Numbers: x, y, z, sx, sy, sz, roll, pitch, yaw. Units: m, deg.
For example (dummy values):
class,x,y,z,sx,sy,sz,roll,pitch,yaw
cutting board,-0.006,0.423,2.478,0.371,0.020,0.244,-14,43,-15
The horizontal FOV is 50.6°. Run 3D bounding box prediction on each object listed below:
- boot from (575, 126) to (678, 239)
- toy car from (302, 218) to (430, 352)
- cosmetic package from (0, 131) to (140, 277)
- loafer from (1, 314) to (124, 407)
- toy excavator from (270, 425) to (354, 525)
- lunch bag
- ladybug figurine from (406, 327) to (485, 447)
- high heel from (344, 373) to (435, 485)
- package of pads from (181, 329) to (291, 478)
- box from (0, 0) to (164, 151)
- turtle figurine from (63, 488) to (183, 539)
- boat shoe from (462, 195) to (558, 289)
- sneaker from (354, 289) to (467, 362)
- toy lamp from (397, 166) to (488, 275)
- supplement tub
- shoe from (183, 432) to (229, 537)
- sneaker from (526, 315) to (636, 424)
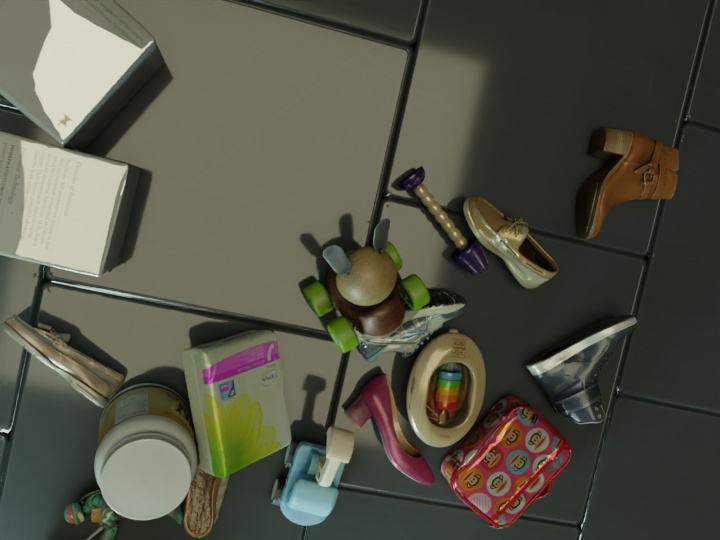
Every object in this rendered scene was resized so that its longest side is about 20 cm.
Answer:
class,x,y,z,sx,sy,sz,roll,pitch,yaw
boot,0.462,-0.138,1.305,0.155,0.074,0.200,12,96,-15
toy car,0.000,0.000,1.157,0.164,0.200,0.158,-30,58,-12
cosmetic package,-0.445,-0.097,1.106,0.200,0.167,0.167,14,92,-11
loafer,-0.458,0.130,1.183,0.200,0.072,0.063,45,70,-17
toy excavator,-0.062,0.321,1.193,0.100,0.200,0.195,18,92,-11
lunch bag,0.259,0.337,1.314,0.176,0.082,0.200,43,89,-15
ladybug figurine,0.138,0.193,1.276,0.136,0.072,0.200,10,96,-17
high heel,0.073,0.268,1.280,0.200,0.067,0.096,45,98,2
package of pads,-0.189,0.202,1.194,0.154,0.068,0.200,-15,99,-50
box,-0.423,-0.309,1.087,0.199,0.171,0.200,42,88,-11
turtle figurine,-0.382,0.379,1.188,0.200,0.150,0.101,-10,61,-20
boat shoe,0.253,-0.056,1.267,0.200,0.066,0.074,43,47,-17
sneaker,0.084,0.094,1.270,0.200,0.078,0.086,-16,110,-1
toy lamp,0.141,-0.078,1.265,0.058,0.058,0.200,-38,97,-4
supplement tub,-0.319,0.266,1.136,0.144,0.200,0.145,-4,104,-15
shoe,-0.248,0.329,1.241,0.070,0.053,0.200,12,88,4
sneaker,0.409,0.176,1.314,0.202,0.077,0.146,-30,88,4
